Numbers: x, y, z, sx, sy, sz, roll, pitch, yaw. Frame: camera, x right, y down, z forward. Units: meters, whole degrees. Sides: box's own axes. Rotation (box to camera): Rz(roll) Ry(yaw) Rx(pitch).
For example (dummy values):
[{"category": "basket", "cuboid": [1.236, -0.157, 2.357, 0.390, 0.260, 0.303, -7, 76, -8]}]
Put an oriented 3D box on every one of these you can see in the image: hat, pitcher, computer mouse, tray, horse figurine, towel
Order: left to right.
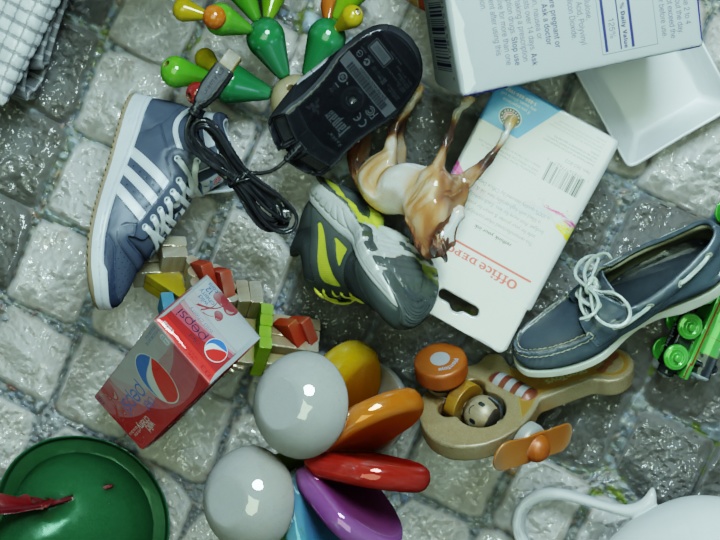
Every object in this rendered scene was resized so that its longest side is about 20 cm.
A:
[{"category": "towel", "cuboid": [-0.346, -0.257, 0.940, 0.197, 0.086, 0.168, 26, 95, 4]}, {"category": "hat", "cuboid": [-0.283, 0.244, 0.925, 0.196, 0.176, 0.169, 1, 95, 5]}, {"category": "computer mouse", "cuboid": [-0.053, -0.144, 0.883, 0.140, 0.046, 0.200, 41, 96, -22]}, {"category": "horse figurine", "cuboid": [0.044, -0.087, 0.890, 0.050, 0.199, 0.134, 28, 89, -41]}, {"category": "tray", "cuboid": [0.227, -0.202, 0.919, 0.106, 0.022, 0.202, -29, 91, 6]}, {"category": "pitcher", "cuboid": [0.239, 0.249, 0.918, 0.198, 0.121, 0.174, -27, 77, 18]}]

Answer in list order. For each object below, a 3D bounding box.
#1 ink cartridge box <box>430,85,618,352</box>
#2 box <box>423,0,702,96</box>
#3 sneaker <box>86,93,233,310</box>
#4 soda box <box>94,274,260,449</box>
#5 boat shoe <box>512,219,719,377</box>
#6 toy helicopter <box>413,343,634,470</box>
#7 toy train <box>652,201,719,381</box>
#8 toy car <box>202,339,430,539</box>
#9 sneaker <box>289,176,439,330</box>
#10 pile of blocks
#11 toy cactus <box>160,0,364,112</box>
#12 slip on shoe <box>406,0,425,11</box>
[{"category": "ink cartridge box", "cuboid": [0.122, -0.047, 0.919, 0.114, 0.068, 0.202, 28, 96, 3]}, {"category": "box", "cuboid": [0.147, -0.250, 0.831, 0.196, 0.105, 0.188, -12, 104, -4]}, {"category": "sneaker", "cuboid": [-0.165, -0.058, 0.916, 0.106, 0.070, 0.204, 8, 66, 1]}, {"category": "soda box", "cuboid": [-0.159, 0.083, 0.897, 0.070, 0.200, 0.063, 47, 54, 0]}, {"category": "boat shoe", "cuboid": [0.211, 0.023, 0.879, 0.197, 0.076, 0.062, -24, 134, 11]}, {"category": "toy helicopter", "cuboid": [0.147, 0.112, 0.909, 0.196, 0.133, 0.080, -16, 124, -10]}, {"category": "toy train", "cuboid": [0.314, 0.004, 0.921, 0.056, 0.042, 0.203, 21, 96, -8]}, {"category": "toy car", "cuboid": [-0.018, 0.168, 0.881, 0.149, 0.174, 0.202, 34, 100, 28]}, {"category": "sneaker", "cuboid": [0.000, 0.000, 0.895, 0.073, 0.201, 0.086, 16, 113, -31]}, {"category": "pile of blocks", "cuboid": [-0.119, 0.035, 0.932, 0.197, 0.083, 0.063, 28, 140, 3]}, {"category": "toy cactus", "cuboid": [-0.067, -0.181, 0.917, 0.198, 0.102, 0.167, -28, 106, -10]}, {"category": "slip on shoe", "cuboid": [0.075, -0.317, 0.902, 0.060, 0.074, 0.204, 11, 97, 16]}]
